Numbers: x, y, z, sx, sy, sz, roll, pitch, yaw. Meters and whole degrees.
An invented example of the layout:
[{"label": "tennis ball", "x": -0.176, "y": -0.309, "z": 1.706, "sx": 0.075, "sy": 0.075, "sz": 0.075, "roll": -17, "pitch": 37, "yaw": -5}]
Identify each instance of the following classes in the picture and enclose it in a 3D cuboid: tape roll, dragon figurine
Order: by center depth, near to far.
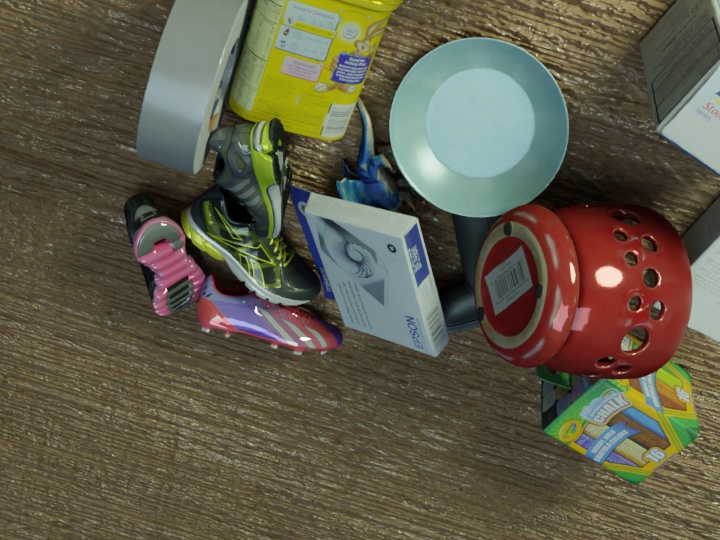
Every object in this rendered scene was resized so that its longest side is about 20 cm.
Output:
[{"label": "tape roll", "x": -0.175, "y": -0.207, "z": 1.178, "sx": 0.066, "sy": 0.201, "sz": 0.201, "roll": 17, "pitch": 127, "yaw": -4}, {"label": "dragon figurine", "x": 0.005, "y": -0.103, "z": 1.312, "sx": 0.099, "sy": 0.059, "sz": 0.201, "roll": -18, "pitch": 123, "yaw": 21}]

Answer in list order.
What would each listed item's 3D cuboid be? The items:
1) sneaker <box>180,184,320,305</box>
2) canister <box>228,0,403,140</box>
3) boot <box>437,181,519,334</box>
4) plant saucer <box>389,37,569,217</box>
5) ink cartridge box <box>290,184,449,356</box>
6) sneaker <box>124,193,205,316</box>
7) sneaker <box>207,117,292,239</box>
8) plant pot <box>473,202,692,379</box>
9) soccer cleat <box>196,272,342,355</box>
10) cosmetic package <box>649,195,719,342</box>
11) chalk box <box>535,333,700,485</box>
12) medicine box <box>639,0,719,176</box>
[{"label": "sneaker", "x": -0.126, "y": -0.031, "z": 1.378, "sx": 0.199, "sy": 0.075, "sz": 0.085, "roll": 33, "pitch": 126, "yaw": -15}, {"label": "canister", "x": -0.052, "y": -0.249, "z": 1.191, "sx": 0.147, "sy": 0.087, "sz": 0.201, "roll": 13, "pitch": 130, "yaw": -14}, {"label": "boot", "x": 0.125, "y": -0.021, "z": 1.348, "sx": 0.163, "sy": 0.066, "sz": 0.201, "roll": -7, "pitch": 128, "yaw": 5}, {"label": "plant saucer", "x": 0.133, "y": -0.161, "z": 1.242, "sx": 0.199, "sy": 0.039, "sz": 0.203, "roll": 4, "pitch": 109, "yaw": 11}, {"label": "ink cartridge box", "x": 0.000, "y": 0.000, "z": 1.333, "sx": 0.199, "sy": 0.041, "sz": 0.201, "roll": 17, "pitch": 142, "yaw": 35}, {"label": "sneaker", "x": -0.257, "y": -0.023, "z": 1.417, "sx": 0.079, "sy": 0.096, "sz": 0.201, "roll": -29, "pitch": 147, "yaw": -18}, {"label": "sneaker", "x": -0.124, "y": -0.106, "z": 1.261, "sx": 0.080, "sy": 0.074, "sz": 0.201, "roll": 7, "pitch": 148, "yaw": 5}, {"label": "plant pot", "x": 0.239, "y": 0.023, "z": 1.243, "sx": 0.181, "sy": 0.201, "sz": 0.201, "roll": 0, "pitch": 133, "yaw": -28}, {"label": "soccer cleat", "x": -0.115, "y": 0.058, "z": 1.450, "sx": 0.198, "sy": 0.067, "sz": 0.077, "roll": 12, "pitch": 101, "yaw": -9}, {"label": "cosmetic package", "x": 0.439, "y": -0.021, "z": 1.292, "sx": 0.101, "sy": 0.071, "sz": 0.200, "roll": 28, "pitch": 126, "yaw": -11}, {"label": "chalk box", "x": 0.310, "y": 0.155, "z": 1.411, "sx": 0.199, "sy": 0.125, "sz": 0.124, "roll": 31, "pitch": 125, "yaw": -15}, {"label": "medicine box", "x": 0.386, "y": -0.173, "z": 1.107, "sx": 0.181, "sy": 0.201, "sz": 0.103, "roll": 31, "pitch": 125, "yaw": -13}]
